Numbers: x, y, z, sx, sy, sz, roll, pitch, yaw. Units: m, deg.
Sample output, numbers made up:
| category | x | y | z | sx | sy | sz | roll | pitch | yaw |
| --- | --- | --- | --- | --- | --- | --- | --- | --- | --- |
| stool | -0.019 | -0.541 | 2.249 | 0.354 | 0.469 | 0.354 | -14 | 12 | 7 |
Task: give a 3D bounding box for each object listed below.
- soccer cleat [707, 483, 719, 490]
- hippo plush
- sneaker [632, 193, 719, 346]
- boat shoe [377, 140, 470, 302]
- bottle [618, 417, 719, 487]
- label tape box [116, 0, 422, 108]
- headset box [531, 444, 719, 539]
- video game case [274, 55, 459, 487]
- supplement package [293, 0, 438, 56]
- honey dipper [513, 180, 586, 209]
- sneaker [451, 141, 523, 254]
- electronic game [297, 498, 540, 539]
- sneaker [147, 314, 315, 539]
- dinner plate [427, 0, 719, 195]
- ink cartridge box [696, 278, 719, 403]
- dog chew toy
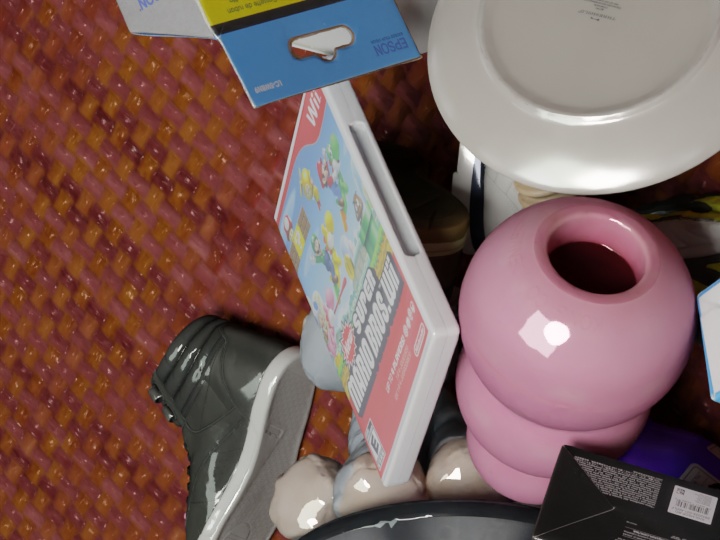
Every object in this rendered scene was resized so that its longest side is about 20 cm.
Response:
| category | x | y | z | sx | sy | sz | roll | pitch | yaw |
| --- | --- | --- | --- | --- | --- | --- | --- | --- | --- |
| soccer cleat | 0.242 | 0.156 | 1.355 | 0.200 | 0.069 | 0.085 | -3 | 93 | 17 |
| hippo plush | 0.041 | 0.084 | 1.517 | 0.159 | 0.200 | 0.161 | -10 | 72 | 27 |
| sneaker | 0.221 | 0.002 | 1.382 | 0.200 | 0.074 | 0.085 | 2 | 112 | 48 |
| boat shoe | 0.011 | -0.030 | 1.477 | 0.200 | 0.073 | 0.065 | -122 | 36 | -69 |
| bottle | 0.180 | 0.135 | 1.438 | 0.200 | 0.065 | 0.084 | 38 | 106 | 14 |
| label tape box | -0.070 | -0.180 | 1.343 | 0.063 | 0.144 | 0.200 | -26 | 87 | 43 |
| headset box | 0.151 | 0.204 | 1.329 | 0.149 | 0.075 | 0.200 | 17 | 132 | 8 |
| video game case | 0.000 | 0.000 | 1.405 | 0.143 | 0.017 | 0.200 | 106 | 149 | -49 |
| supplement package | 0.007 | -0.231 | 1.437 | 0.117 | 0.117 | 0.200 | 16 | 114 | 34 |
| honey dipper | 0.125 | 0.008 | 1.441 | 0.038 | 0.038 | 0.200 | 9 | 133 | 37 |
| sneaker | 0.102 | -0.097 | 1.445 | 0.080 | 0.076 | 0.200 | 12 | 118 | 25 |
| electronic game | 0.050 | 0.181 | 1.464 | 0.200 | 0.200 | 0.042 | -32 | 47 | 41 |
| sneaker | -0.099 | 0.118 | 1.679 | 0.099 | 0.071 | 0.200 | 32 | 117 | 29 |
| dinner plate | 0.130 | -0.133 | 1.342 | 0.200 | 0.200 | 0.024 | 30 | 164 | 28 |
| ink cartridge box | 0.286 | 0.040 | 1.293 | 0.116 | 0.200 | 0.068 | -39 | 43 | 40 |
| dog chew toy | 0.107 | 0.053 | 1.349 | 0.125 | 0.125 | 0.200 | 41 | 147 | 22 |
